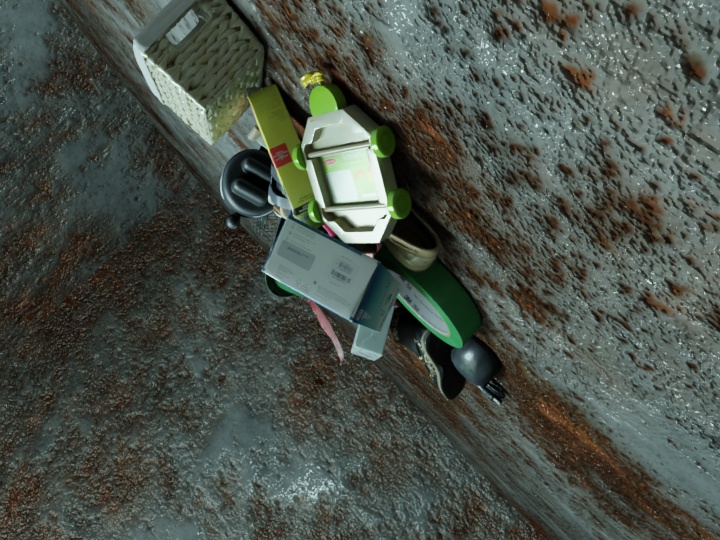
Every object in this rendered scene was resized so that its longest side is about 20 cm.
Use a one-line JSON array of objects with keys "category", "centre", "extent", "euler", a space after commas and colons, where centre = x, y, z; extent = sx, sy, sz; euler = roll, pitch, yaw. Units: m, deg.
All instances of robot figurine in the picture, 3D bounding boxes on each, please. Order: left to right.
[{"category": "robot figurine", "centre": [-0.212, -0.165, 1.103], "extent": [0.128, 0.147, 0.200], "euler": [66, 167, -9]}]

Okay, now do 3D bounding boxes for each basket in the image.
[{"category": "basket", "centre": [-0.215, -0.281, 0.800], "extent": [0.123, 0.136, 0.200], "euler": [43, 171, -8]}]

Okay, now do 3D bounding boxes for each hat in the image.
[{"category": "hat", "centre": [-0.067, 0.033, 1.100], "extent": [0.175, 0.166, 0.201], "euler": [40, 171, 30]}]

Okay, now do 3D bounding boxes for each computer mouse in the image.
[{"category": "computer mouse", "centre": [0.204, 0.180, 1.032], "extent": [0.138, 0.053, 0.201], "euler": [44, 170, 23]}]

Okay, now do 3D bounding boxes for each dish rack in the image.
[{"category": "dish rack", "centre": [-0.185, -0.133, 1.232], "extent": [0.054, 0.157, 0.199], "euler": [7, -158, -41]}]

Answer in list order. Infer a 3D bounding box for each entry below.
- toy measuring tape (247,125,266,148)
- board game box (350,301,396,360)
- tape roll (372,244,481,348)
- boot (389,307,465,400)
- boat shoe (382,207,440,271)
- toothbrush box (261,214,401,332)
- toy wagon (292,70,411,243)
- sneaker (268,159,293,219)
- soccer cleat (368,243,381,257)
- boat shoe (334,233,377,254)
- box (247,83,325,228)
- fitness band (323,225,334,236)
[{"category": "toy measuring tape", "centre": [-0.096, -0.150, 0.907], "extent": [0.198, 0.075, 0.073], "euler": [36, 175, -25]}, {"category": "board game box", "centre": [0.030, 0.103, 1.192], "extent": [0.062, 0.152, 0.200], "euler": [16, 168, 0]}, {"category": "tape roll", "centre": [0.104, 0.034, 0.906], "extent": [0.200, 0.048, 0.201], "euler": [46, 170, 10]}, {"category": "boot", "centre": [0.141, 0.173, 1.216], "extent": [0.150, 0.073, 0.202], "euler": [32, 159, 52]}, {"category": "boat shoe", "centre": [0.026, -0.085, 0.736], "extent": [0.199, 0.072, 0.065], "euler": [39, 162, 7]}, {"category": "toothbrush box", "centre": [-0.031, 0.012, 0.812], "extent": [0.144, 0.087, 0.200], "euler": [27, 176, 16]}, {"category": "toy wagon", "centre": [-0.018, -0.131, 0.666], "extent": [0.153, 0.039, 0.205], "euler": [3, 115, 46]}, {"category": "sneaker", "centre": [-0.123, -0.143, 0.992], "extent": [0.079, 0.078, 0.203], "euler": [46, 158, 46]}, {"category": "soccer cleat", "centre": [0.000, 0.000, 1.057], "extent": [0.066, 0.076, 0.203], "euler": [35, 132, 16]}, {"category": "boat shoe", "centre": [-0.003, -0.091, 0.861], "extent": [0.074, 0.073, 0.201], "euler": [10, 154, 13]}, {"category": "box", "centre": [-0.104, -0.161, 0.826], "extent": [0.075, 0.049, 0.205], "euler": [85, 164, -75]}, {"category": "fitness band", "centre": [-0.043, -0.084, 1.121], "extent": [0.201, 0.037, 0.143], "euler": [50, 173, -11]}]
